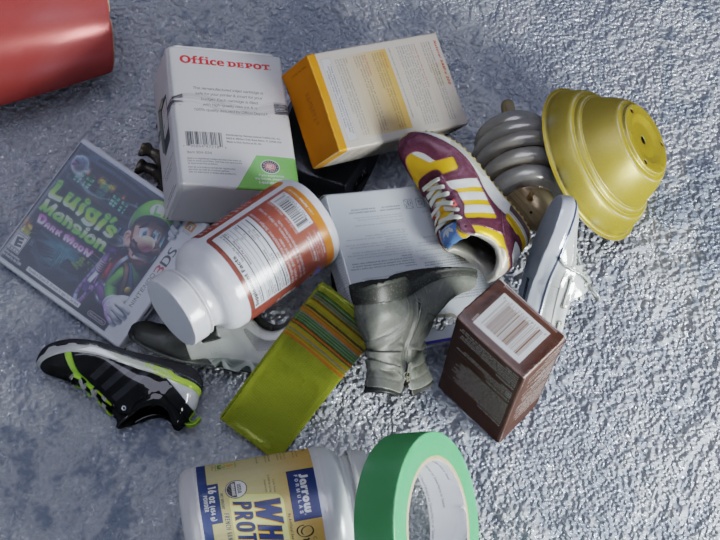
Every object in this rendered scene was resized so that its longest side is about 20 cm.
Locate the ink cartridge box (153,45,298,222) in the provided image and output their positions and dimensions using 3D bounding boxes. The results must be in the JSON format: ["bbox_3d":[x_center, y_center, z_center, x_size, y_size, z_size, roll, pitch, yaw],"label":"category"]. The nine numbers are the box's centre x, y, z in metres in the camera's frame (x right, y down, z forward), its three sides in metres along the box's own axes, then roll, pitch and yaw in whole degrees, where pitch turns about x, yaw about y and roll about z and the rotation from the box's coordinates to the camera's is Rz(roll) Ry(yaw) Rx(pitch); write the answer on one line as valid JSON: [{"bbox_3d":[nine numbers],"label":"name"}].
[{"bbox_3d":[-0.163,-0.161,1.543,0.145,0.084,0.200,2,60,-21],"label":"ink cartridge box"}]

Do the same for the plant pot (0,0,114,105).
[{"bbox_3d":[-0.410,-0.310,1.624,0.177,0.200,0.201,-9,64,-18],"label":"plant pot"}]

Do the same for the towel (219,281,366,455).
[{"bbox_3d":[-0.069,0.115,1.440,0.086,0.018,0.200,38,102,2],"label":"towel"}]

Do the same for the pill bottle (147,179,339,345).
[{"bbox_3d":[-0.130,-0.007,1.420,0.200,0.112,0.112,-36,70,-25],"label":"pill bottle"}]

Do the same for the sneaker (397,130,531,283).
[{"bbox_3d":[0.111,-0.076,1.503,0.200,0.075,0.090,43,50,-3],"label":"sneaker"}]

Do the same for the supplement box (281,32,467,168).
[{"bbox_3d":[0.019,-0.210,1.583,0.200,0.074,0.126,-15,84,-32],"label":"supplement box"}]

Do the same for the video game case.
[{"bbox_3d":[-0.309,-0.034,1.543,0.200,0.023,0.182,34,83,14],"label":"video game case"}]

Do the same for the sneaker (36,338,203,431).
[{"bbox_3d":[-0.276,0.135,1.461,0.200,0.072,0.083,11,65,3],"label":"sneaker"}]

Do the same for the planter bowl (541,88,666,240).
[{"bbox_3d":[0.309,-0.143,1.548,0.083,0.200,0.201,-25,52,37],"label":"planter bowl"}]

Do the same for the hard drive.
[{"bbox_3d":[-0.034,-0.185,1.644,0.135,0.042,0.200,19,64,7],"label":"hard drive"}]

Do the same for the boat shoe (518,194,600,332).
[{"bbox_3d":[0.238,0.015,1.500,0.086,0.075,0.202,13,100,-8],"label":"boat shoe"}]

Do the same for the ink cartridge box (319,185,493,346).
[{"bbox_3d":[0.061,-0.002,1.514,0.199,0.041,0.200,-7,72,-30],"label":"ink cartridge box"}]

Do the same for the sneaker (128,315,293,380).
[{"bbox_3d":[-0.164,0.067,1.482,0.200,0.074,0.089,10,100,-5],"label":"sneaker"}]

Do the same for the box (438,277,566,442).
[{"bbox_3d":[0.153,0.103,1.420,0.075,0.200,0.100,-40,72,-22],"label":"box"}]

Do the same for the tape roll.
[{"bbox_3d":[0.062,0.268,1.338,0.048,0.200,0.201,-8,60,28],"label":"tape roll"}]

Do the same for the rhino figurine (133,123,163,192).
[{"bbox_3d":[-0.234,-0.126,1.598,0.087,0.060,0.200,21,68,-3],"label":"rhino figurine"}]

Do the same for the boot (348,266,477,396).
[{"bbox_3d":[0.062,0.067,1.428,0.200,0.068,0.131,-12,96,-47],"label":"boot"}]

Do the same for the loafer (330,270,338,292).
[{"bbox_3d":[0.000,0.000,1.538,0.070,0.068,0.201,-9,60,4],"label":"loafer"}]

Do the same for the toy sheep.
[{"bbox_3d":[0.200,-0.130,1.582,0.138,0.138,0.200,-6,51,-5],"label":"toy sheep"}]

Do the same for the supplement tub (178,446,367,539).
[{"bbox_3d":[-0.084,0.265,1.362,0.200,0.144,0.145,-9,64,-6],"label":"supplement tub"}]
